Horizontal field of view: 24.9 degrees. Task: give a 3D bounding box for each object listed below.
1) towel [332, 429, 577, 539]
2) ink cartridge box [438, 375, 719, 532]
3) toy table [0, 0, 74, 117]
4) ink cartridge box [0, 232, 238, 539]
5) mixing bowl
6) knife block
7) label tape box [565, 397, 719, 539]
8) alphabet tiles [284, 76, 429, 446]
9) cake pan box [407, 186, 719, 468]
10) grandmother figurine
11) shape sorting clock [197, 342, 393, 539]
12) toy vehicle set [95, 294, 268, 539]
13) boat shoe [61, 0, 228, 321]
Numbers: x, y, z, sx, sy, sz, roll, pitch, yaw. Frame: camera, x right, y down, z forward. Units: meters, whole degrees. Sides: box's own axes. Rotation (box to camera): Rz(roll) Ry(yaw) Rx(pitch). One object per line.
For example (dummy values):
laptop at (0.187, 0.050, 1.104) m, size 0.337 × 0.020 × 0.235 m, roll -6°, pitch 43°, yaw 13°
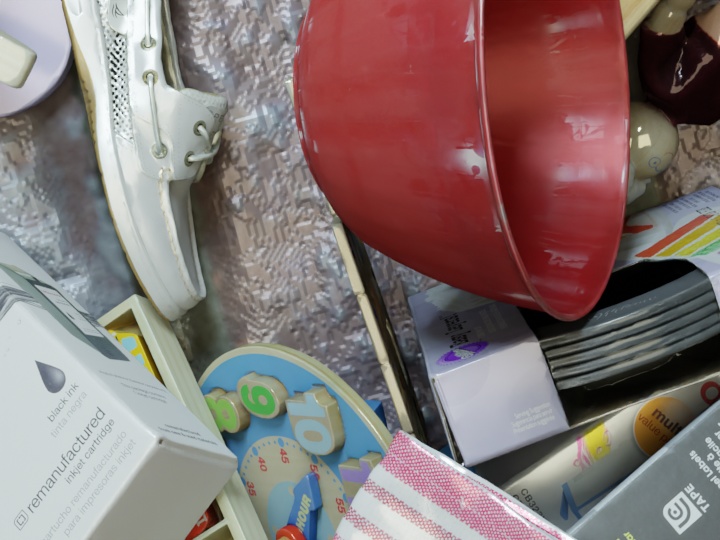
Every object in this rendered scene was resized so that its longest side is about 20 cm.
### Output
towel at (0.022, 0.188, 0.684) m, size 0.146 × 0.030 × 0.201 m, roll 31°, pitch 87°, yaw 20°
ink cartridge box at (0.141, 0.117, 0.841) m, size 0.199 × 0.125 × 0.129 m, roll -34°, pitch 97°, yaw 3°
toy table at (-0.243, -0.143, 0.805) m, size 0.198 × 0.117 × 0.185 m, roll 15°, pitch 97°, yaw -4°
ink cartridge box at (-0.182, 0.084, 0.803) m, size 0.200 × 0.084 × 0.146 m, roll 39°, pitch 95°, yaw 28°
mixing bowl at (0.040, -0.077, 0.705) m, size 0.108 × 0.200 × 0.202 m, roll -3°, pitch 98°, yaw 26°
knife block at (0.100, -0.129, 0.791) m, size 0.064 × 0.200 × 0.176 m, roll 38°, pitch 65°, yaw -6°
label tape box at (0.143, 0.166, 0.720) m, size 0.200 × 0.066 × 0.144 m, roll -39°, pitch 80°, yaw -9°
alphabet tiles at (0.000, 0.000, 0.802) m, size 0.007 × 0.167 × 0.201 m, roll -19°, pitch 97°, yaw 3°
cake pan box at (0.118, 0.022, 0.793) m, size 0.183 × 0.200 × 0.053 m, roll -22°, pitch 100°, yaw 4°
grandmother figurine at (0.185, -0.114, 0.830) m, size 0.121 × 0.061 × 0.200 m, roll 26°, pitch 115°, yaw -39°
shape sorting clock at (-0.029, 0.134, 0.820) m, size 0.039 × 0.199 × 0.202 m, roll -22°, pitch 99°, yaw -42°
toy vehicle set at (-0.118, 0.129, 0.826) m, size 0.124 × 0.026 × 0.201 m, roll -34°, pitch 66°, yaw 14°
boat shoe at (-0.101, -0.076, 0.839) m, size 0.069 × 0.071 × 0.202 m, roll -13°, pitch 97°, yaw 1°
